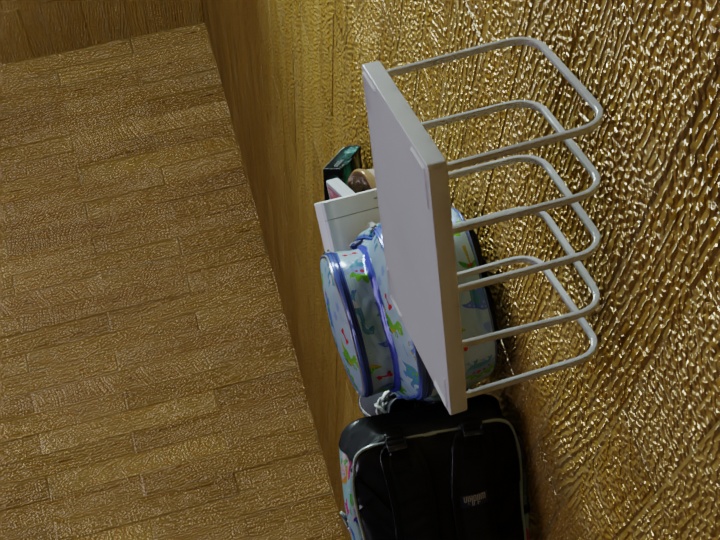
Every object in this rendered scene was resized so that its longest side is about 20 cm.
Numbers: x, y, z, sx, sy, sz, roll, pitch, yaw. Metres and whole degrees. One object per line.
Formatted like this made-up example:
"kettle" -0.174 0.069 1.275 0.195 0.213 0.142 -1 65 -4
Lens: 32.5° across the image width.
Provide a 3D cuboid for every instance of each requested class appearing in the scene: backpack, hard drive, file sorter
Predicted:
"backpack" 0.070 0.229 1.187 0.151 0.176 0.202 -139 38 -78
"hard drive" 0.030 0.014 1.302 0.027 0.131 0.202 -6 99 53
"backpack" 0.045 0.038 1.164 0.200 0.146 0.185 150 105 -78
"file sorter" 0.087 -0.034 0.837 0.139 0.123 0.201 -116 14 -51

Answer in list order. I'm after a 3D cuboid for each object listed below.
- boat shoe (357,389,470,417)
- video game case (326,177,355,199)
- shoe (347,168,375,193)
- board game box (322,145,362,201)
"boat shoe" 0.048 0.140 1.339 0.199 0.062 0.073 1 76 57
"video game case" 0.000 0.000 1.446 0.143 0.017 0.202 -132 28 -73
"shoe" 0.044 -0.029 1.421 0.070 0.053 0.201 -38 66 47
"board game box" -0.018 -0.051 1.611 0.135 0.028 0.202 -60 -31 -69
